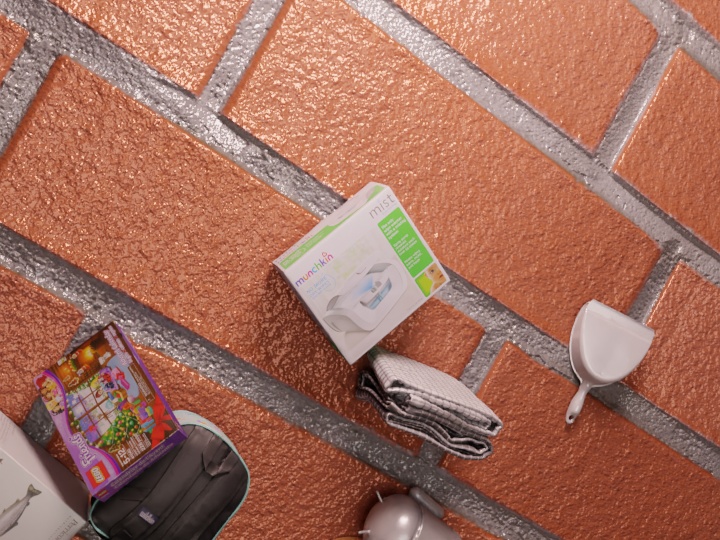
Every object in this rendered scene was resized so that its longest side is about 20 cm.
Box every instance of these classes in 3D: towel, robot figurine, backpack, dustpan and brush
[{"bbox_3d":[0.095,0.204,1.265,0.197,0.166,0.087,23,97,-18],"label":"towel"},{"bbox_3d":[0.083,0.431,1.318,0.199,0.112,0.171,39,47,-19],"label":"robot figurine"},{"bbox_3d":[-0.258,0.303,1.172,0.176,0.153,0.201,43,86,-12],"label":"backpack"},{"bbox_3d":[0.399,0.168,1.418,0.137,0.057,0.203,25,84,-8],"label":"dustpan and brush"}]

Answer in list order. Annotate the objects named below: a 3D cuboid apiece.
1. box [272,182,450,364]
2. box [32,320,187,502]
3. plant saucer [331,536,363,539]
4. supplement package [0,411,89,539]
[{"bbox_3d":[0.000,0.000,1.243,0.199,0.097,0.178,-38,109,-8],"label":"box"},{"bbox_3d":[-0.339,0.185,1.125,0.136,0.039,0.201,-36,62,-8],"label":"box"},{"bbox_3d":[-0.023,0.531,1.339,0.196,0.037,0.205,-2,98,-16],"label":"plant saucer"},{"bbox_3d":[-0.477,0.295,1.122,0.117,0.117,0.200,-45,108,-7],"label":"supplement package"}]
